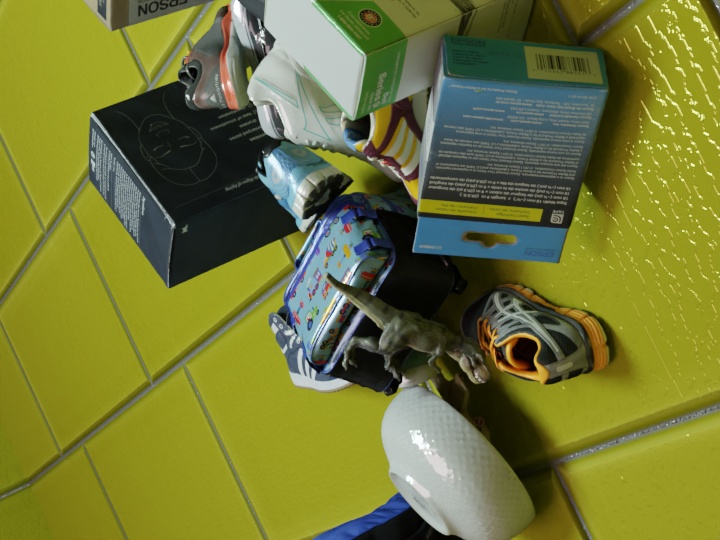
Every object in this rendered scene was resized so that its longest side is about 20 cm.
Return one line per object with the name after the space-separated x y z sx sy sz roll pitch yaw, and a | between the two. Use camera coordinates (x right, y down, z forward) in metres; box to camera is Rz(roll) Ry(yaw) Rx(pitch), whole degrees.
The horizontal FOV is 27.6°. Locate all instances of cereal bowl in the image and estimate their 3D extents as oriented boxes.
0.092 0.224 1.585 0.200 0.083 0.200 44 164 15 | cereal bowl

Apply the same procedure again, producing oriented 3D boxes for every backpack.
0.024 0.368 1.747 0.167 0.199 0.164 -21 94 60 | backpack
0.000 0.000 1.541 0.183 0.133 0.201 -57 32 26 | backpack

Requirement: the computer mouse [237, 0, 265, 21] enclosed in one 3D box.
-0.096 -0.285 1.551 0.201 0.053 0.138 53 173 -3 | computer mouse

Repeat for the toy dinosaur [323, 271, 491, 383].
0.032 0.067 1.441 0.088 0.199 0.048 -51 21 35 | toy dinosaur

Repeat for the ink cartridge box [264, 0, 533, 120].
0.036 -0.237 1.301 0.146 0.199 0.084 49 149 28 | ink cartridge box

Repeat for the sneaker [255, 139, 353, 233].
-0.064 -0.101 1.543 0.090 0.078 0.200 43 175 4 | sneaker

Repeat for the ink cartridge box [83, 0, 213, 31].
-0.203 -0.369 1.598 0.075 0.199 0.166 47 146 31 | ink cartridge box

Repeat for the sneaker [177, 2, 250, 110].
-0.173 -0.247 1.683 0.201 0.081 0.078 -96 -8 -58 | sneaker

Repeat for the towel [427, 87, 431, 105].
0.072 -0.156 1.427 0.149 0.031 0.201 50 160 30 | towel

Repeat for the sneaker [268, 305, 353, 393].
-0.050 0.087 1.802 0.199 0.070 0.110 -7 107 63 | sneaker

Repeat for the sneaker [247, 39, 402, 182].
-0.033 -0.152 1.534 0.200 0.080 0.070 40 175 2 | sneaker

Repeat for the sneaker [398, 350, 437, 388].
0.019 0.071 1.628 0.200 0.073 0.083 26 136 61 | sneaker

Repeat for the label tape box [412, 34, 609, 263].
0.126 -0.104 1.295 0.064 0.142 0.201 -91 7 -46 | label tape box

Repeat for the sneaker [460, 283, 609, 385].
0.154 0.066 1.444 0.199 0.077 0.079 10 121 58 | sneaker

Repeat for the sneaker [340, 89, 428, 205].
0.025 -0.128 1.416 0.075 0.090 0.201 38 155 46 | sneaker

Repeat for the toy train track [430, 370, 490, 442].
0.095 0.115 1.628 0.201 0.032 0.115 57 157 28 | toy train track

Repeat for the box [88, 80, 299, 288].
-0.195 -0.118 1.763 0.197 0.199 0.125 50 149 27 | box

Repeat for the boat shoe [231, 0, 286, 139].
-0.091 -0.245 1.646 0.066 0.070 0.202 4 111 36 | boat shoe
